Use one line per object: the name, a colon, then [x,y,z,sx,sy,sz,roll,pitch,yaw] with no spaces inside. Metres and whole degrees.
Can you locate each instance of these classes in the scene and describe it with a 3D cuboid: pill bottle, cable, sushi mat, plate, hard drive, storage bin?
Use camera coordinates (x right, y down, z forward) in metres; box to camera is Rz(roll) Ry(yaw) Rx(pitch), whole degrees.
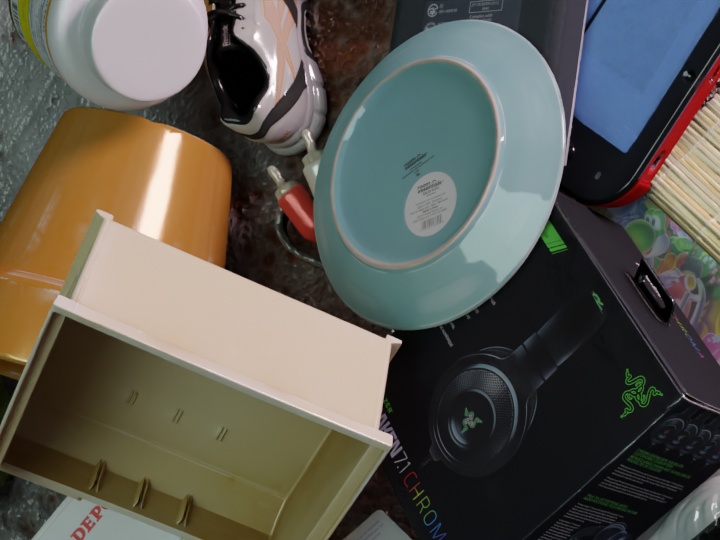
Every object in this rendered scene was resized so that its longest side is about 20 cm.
pill bottle: [-0.172,-0.174,1.136,0.200,0.109,0.110,38,110,61]
cable: [0.000,0.000,1.118,0.097,0.050,0.201,-33,74,22]
sushi mat: [0.263,-0.022,0.984,0.096,0.012,0.200,-46,68,5]
plate: [0.038,-0.063,1.019,0.199,0.026,0.201,-17,63,37]
hard drive: [0.081,-0.166,1.056,0.139,0.033,0.201,3,82,42]
storage bin: [-0.106,0.094,0.983,0.199,0.094,0.199,23,129,-10]

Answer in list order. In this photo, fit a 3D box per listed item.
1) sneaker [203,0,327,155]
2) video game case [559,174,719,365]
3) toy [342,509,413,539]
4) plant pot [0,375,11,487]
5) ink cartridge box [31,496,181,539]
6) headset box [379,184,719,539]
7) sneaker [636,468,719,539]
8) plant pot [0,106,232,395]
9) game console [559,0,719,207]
sneaker: [-0.077,-0.182,1.150,0.073,0.080,0.201,-21,78,29]
video game case: [0.153,0.002,1.052,0.200,0.018,0.143,48,111,22]
toy: [0.055,0.241,1.054,0.200,0.047,0.115,44,119,-2]
plant pot: [-0.373,0.124,1.263,0.189,0.200,0.201,6,92,16]
ink cartridge box: [-0.123,0.223,1.132,0.200,0.084,0.146,42,109,3]
headset box: [0.113,0.076,0.982,0.200,0.093,0.175,-45,50,21]
sneaker: [0.170,0.159,1.017,0.200,0.074,0.080,-39,57,19]
plant pot: [-0.172,-0.006,1.147,0.199,0.200,0.184,10,78,29]
game console: [0.152,-0.156,1.029,0.177,0.031,0.201,41,105,33]
